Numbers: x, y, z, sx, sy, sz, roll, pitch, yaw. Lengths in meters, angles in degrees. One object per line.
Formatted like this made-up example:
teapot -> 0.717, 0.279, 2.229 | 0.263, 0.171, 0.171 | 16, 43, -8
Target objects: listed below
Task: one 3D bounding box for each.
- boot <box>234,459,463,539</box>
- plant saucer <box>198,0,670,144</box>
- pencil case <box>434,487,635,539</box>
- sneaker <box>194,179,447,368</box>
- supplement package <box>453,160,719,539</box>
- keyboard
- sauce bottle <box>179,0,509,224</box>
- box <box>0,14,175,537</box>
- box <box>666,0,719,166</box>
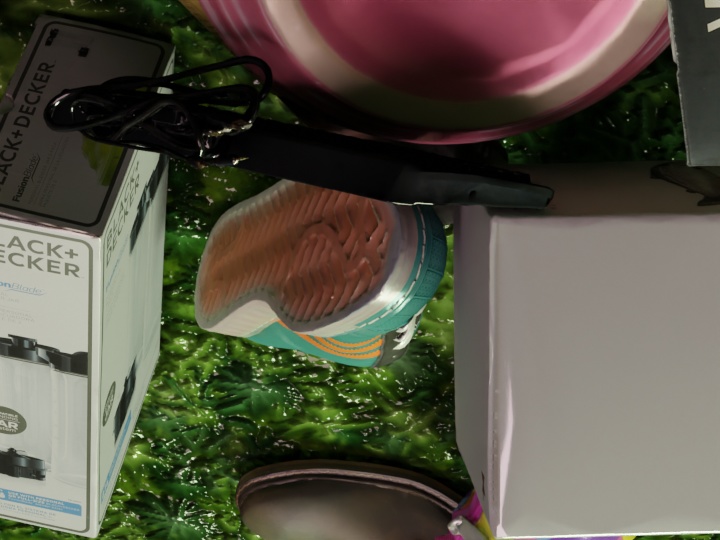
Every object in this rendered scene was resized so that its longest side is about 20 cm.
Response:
boot -> 0.027, 0.159, 1.035 | 0.198, 0.097, 0.075 | 16, 138, -1
plant saucer -> 0.035, -0.124, 0.722 | 0.199, 0.051, 0.202 | -2, 124, -4
pencil case -> 0.095, 0.078, 0.939 | 0.088, 0.089, 0.201 | 17, 135, -2
sneaker -> 0.000, 0.000, 0.866 | 0.079, 0.072, 0.200 | 13, 173, -21
supplement package -> 0.137, 0.024, 0.783 | 0.198, 0.117, 0.118 | -1, 102, -4
keyboard -> -0.032, -0.055, 0.749 | 0.104, 0.040, 0.199 | -1, -170, -44
sauce bottle -> -0.017, -0.096, 0.806 | 0.064, 0.065, 0.200 | -24, 126, 35
box -> -0.124, 0.007, 0.906 | 0.060, 0.117, 0.201 | 12, 137, 4
box -> 0.114, -0.155, 0.601 | 0.043, 0.201, 0.161 | 0, 135, 17
